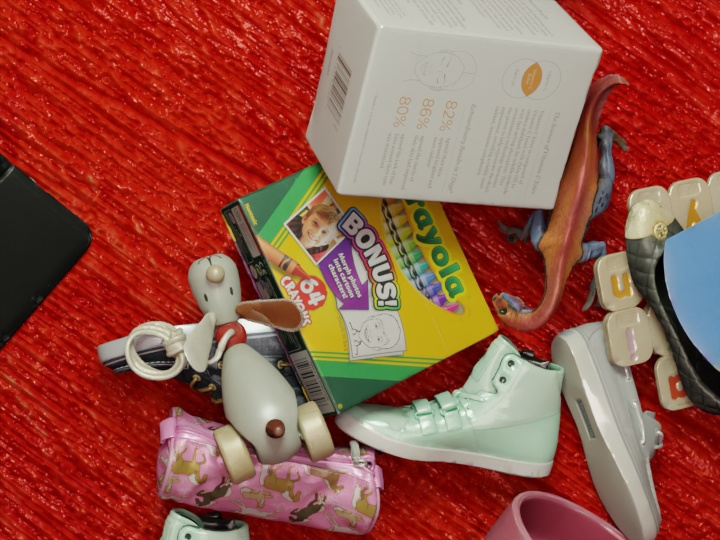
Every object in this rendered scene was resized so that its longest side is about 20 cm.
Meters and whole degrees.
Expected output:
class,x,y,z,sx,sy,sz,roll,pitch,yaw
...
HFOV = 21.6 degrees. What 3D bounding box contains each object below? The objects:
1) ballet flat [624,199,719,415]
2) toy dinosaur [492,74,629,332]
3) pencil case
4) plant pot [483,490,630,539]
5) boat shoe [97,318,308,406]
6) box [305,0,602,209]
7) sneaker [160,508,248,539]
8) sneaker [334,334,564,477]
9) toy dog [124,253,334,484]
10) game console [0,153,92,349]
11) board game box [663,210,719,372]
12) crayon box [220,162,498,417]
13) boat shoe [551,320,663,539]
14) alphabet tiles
class,x,y,z,sx,sy,sz,roll,pitch,yaw
ballet flat,0.283,0.030,1.617,0.066,0.057,0.201,-28,100,-19
toy dinosaur,0.163,-0.044,1.625,0.105,0.200,0.182,10,59,13
pencil case,-0.080,0.174,1.633,0.199,0.083,0.087,10,101,-7
plant pot,0.161,0.319,1.612,0.200,0.200,0.179,35,105,-2
boat shoe,-0.126,0.090,1.649,0.199,0.071,0.091,-8,87,-4
box,0.074,-0.145,1.563,0.199,0.106,0.153,4,119,-22
sneaker,-0.188,0.266,1.641,0.200,0.074,0.119,-6,99,-11
sneaker,0.081,0.107,1.652,0.200,0.074,0.119,9,100,-11
toy dog,-0.096,0.082,1.557,0.132,0.096,0.200,-40,84,-15
game console,-0.374,-0.024,1.669,0.176,0.116,0.200,41,89,28
board game box,0.338,0.024,1.615,0.200,0.039,0.158,-26,80,-32
crayon box,0.000,0.000,1.631,0.172,0.058,0.201,-26,92,-24
boat shoe,0.231,0.141,1.667,0.068,0.072,0.201,-20,83,-18
alphabet tiles,0.300,0.016,1.660,0.199,0.015,0.196,-13,95,-19
